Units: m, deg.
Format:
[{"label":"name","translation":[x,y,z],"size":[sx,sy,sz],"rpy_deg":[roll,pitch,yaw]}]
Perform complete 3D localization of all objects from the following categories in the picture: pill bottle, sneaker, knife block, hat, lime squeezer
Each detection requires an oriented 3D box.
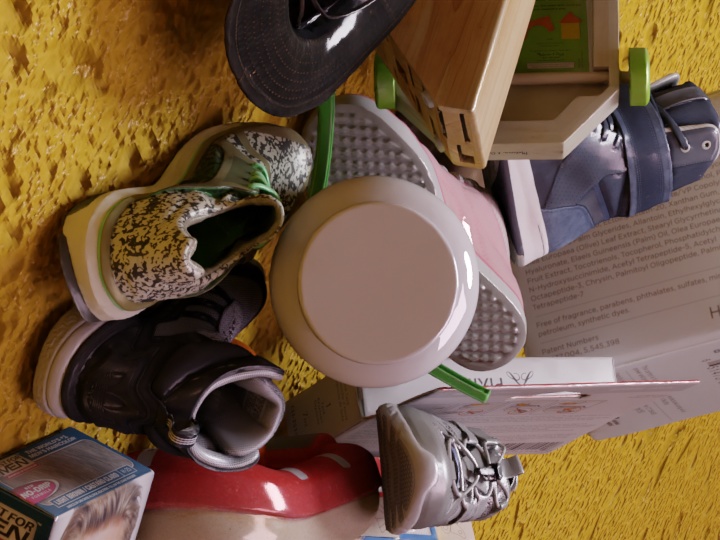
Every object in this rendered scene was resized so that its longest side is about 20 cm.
[{"label":"pill bottle","translation":[0.006,0.006,1.503],"size":[0.200,0.111,0.112],"rpy_deg":[-170,-75,-89]},{"label":"sneaker","translation":[-0.067,-0.024,1.467],"size":[0.200,0.088,0.077],"rpy_deg":[-37,120,-52]},{"label":"sneaker","translation":[0.054,0.112,1.656],"size":[0.200,0.081,0.075],"rpy_deg":[23,62,-84]},{"label":"sneaker","translation":[0.140,-0.104,1.713],"size":[0.145,0.077,0.203],"rpy_deg":[-20,139,-5]},{"label":"knife block","translation":[0.076,-0.179,1.555],"size":[0.175,0.201,0.064],"rpy_deg":[-30,152,-6]},{"label":"hat","translation":[-0.024,-0.183,1.438],"size":[0.200,0.081,0.201],"rpy_deg":[-40,148,-31]},{"label":"sneaker","translation":[0.029,-0.038,1.693],"size":[0.075,0.201,0.105],"rpy_deg":[-30,-154,16]},{"label":"lime squeezer","translation":[0.000,0.000,1.629],"size":[0.070,0.201,0.038],"rpy_deg":[-28,-171,1]},{"label":"sneaker","translation":[-0.080,0.050,1.511],"size":[0.200,0.113,0.076],"rpy_deg":[-28,139,-58]}]

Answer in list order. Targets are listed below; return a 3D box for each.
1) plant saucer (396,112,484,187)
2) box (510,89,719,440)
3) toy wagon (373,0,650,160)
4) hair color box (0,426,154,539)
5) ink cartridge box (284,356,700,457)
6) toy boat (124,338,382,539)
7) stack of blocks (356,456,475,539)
[{"label":"plant saucer","translation":[0.034,-0.025,1.817],"size":[0.200,0.029,0.201],"rpy_deg":[-50,156,-33]},{"label":"box","translation":[0.213,-0.002,1.957],"size":[0.199,0.199,0.173],"rpy_deg":[40,38,-68]},{"label":"toy wagon","translation":[0.086,-0.159,1.611],"size":[0.040,0.154,0.201],"rpy_deg":[83,7,-67]},{"label":"hair color box","translation":[-0.182,0.193,1.505],"size":[0.100,0.060,0.201],"rpy_deg":[-23,134,-60]},{"label":"ink cartridge box","translation":[0.080,0.076,1.760],"size":[0.199,0.045,0.176],"rpy_deg":[0,162,-32]},{"label":"toy boat","translation":[-0.076,0.103,1.612],"size":[0.200,0.130,0.132],"rpy_deg":[-12,94,-65]},{"label":"stack of blocks","translation":[0.019,0.217,1.747],"size":[0.115,0.201,0.059],"rpy_deg":[6,147,-32]}]
